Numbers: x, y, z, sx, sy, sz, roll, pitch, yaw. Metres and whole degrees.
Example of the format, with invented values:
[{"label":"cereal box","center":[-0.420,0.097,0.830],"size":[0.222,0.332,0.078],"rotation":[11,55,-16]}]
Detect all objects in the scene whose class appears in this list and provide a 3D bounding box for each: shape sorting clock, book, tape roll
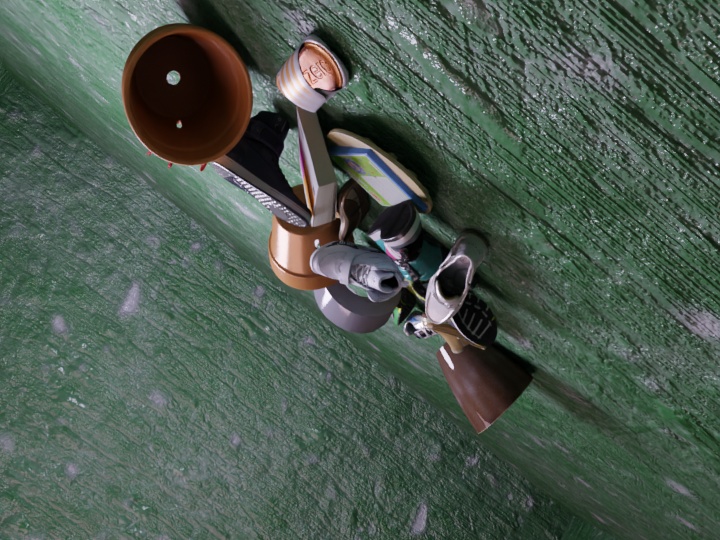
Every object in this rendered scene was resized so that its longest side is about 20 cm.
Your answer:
[{"label":"shape sorting clock","center":[0.031,-0.153,0.835],"size":[0.196,0.040,0.200],"rotation":[32,171,5]},{"label":"book","center":[-0.079,-0.172,0.915],"size":[0.200,0.046,0.139],"rotation":[114,140,-78]},{"label":"tape roll","center":[-0.007,0.038,1.222],"size":[0.197,0.201,0.067],"rotation":[35,135,4]}]

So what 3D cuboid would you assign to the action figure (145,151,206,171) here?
[{"label":"action figure","center":[-0.563,-0.343,1.626],"size":[0.197,0.100,0.066],"rotation":[33,167,26]}]

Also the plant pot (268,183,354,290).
[{"label":"plant pot","center":[-0.108,-0.085,1.143],"size":[0.196,0.201,0.142],"rotation":[30,150,22]}]

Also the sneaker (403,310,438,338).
[{"label":"sneaker","center":[0.180,0.142,1.364],"size":[0.071,0.074,0.198],"rotation":[40,159,-19]}]

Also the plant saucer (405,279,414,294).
[{"label":"plant saucer","center":[0.124,0.034,1.163],"size":[0.198,0.031,0.200],"rotation":[39,179,1]}]

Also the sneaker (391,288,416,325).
[{"label":"sneaker","center":[0.090,0.068,1.386],"size":[0.084,0.078,0.203],"rotation":[36,159,29]}]

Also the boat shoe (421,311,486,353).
[{"label":"boat shoe","center":[0.202,0.132,1.107],"size":[0.194,0.079,0.071],"rotation":[12,-177,-31]}]

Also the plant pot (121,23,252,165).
[{"label":"plant pot","center":[-0.286,-0.293,0.867],"size":[0.201,0.200,0.140],"rotation":[47,178,-43]}]

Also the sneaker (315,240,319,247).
[{"label":"sneaker","center":[-0.127,-0.108,1.337],"size":[0.087,0.075,0.199],"rotation":[44,165,-16]}]

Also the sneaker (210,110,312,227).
[{"label":"sneaker","center":[-0.140,-0.184,0.942],"size":[0.199,0.149,0.077],"rotation":[35,161,-1]}]

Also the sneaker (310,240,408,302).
[{"label":"sneaker","center":[0.000,0.000,1.017],"size":[0.191,0.078,0.115],"rotation":[7,-162,-7]}]

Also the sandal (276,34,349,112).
[{"label":"sandal","center":[-0.080,-0.252,0.745],"size":[0.079,0.060,0.205],"rotation":[40,166,-21]}]

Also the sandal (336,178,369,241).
[{"label":"sandal","center":[-0.025,-0.121,1.016],"size":[0.054,0.080,0.201],"rotation":[41,166,14]}]

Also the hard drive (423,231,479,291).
[{"label":"hard drive","center":[0.121,-0.028,1.039],"size":[0.198,0.033,0.139],"rotation":[39,167,-6]}]

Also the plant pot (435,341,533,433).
[{"label":"plant pot","center":[0.279,0.245,1.297],"size":[0.201,0.186,0.188],"rotation":[47,170,15]}]

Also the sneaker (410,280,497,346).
[{"label":"sneaker","center":[0.175,0.065,1.017],"size":[0.199,0.074,0.081],"rotation":[43,175,8]}]

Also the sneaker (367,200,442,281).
[{"label":"sneaker","center":[0.083,-0.037,0.850],"size":[0.120,0.085,0.200],"rotation":[39,178,-11]}]

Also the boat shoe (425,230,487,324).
[{"label":"boat shoe","center":[0.145,0.027,0.896],"size":[0.069,0.070,0.204],"rotation":[29,135,13]}]
